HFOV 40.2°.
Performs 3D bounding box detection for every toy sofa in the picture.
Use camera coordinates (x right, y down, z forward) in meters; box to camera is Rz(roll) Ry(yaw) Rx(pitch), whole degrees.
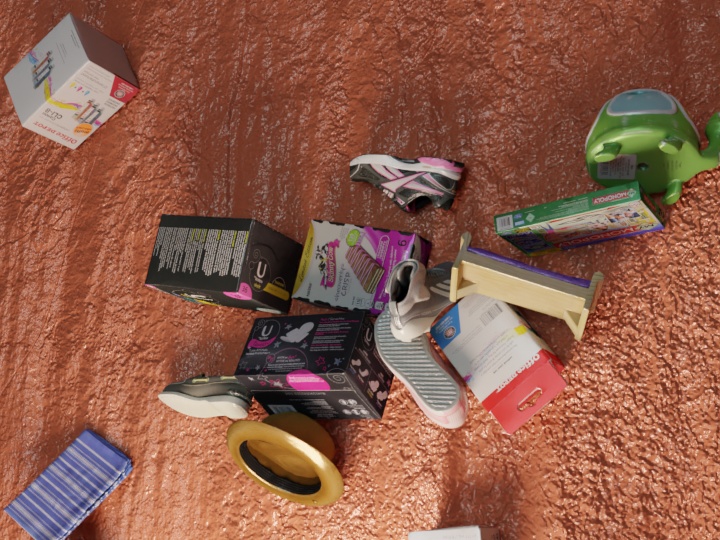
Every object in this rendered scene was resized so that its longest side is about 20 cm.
[{"bbox_3d":[0.228,0.010,1.350,0.199,0.083,0.098,18,58,15],"label":"toy sofa"}]

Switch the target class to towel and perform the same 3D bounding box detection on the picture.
[{"bbox_3d":[-0.507,0.375,1.713,0.145,0.024,0.200,26,60,34],"label":"towel"}]

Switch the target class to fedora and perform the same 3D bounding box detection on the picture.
[{"bbox_3d":[-0.105,0.273,1.497,0.200,0.201,0.082,2,41,31],"label":"fedora"}]

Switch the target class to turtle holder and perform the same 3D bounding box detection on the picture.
[{"bbox_3d":[0.396,-0.181,1.324,0.185,0.141,0.132,-19,46,36],"label":"turtle holder"}]

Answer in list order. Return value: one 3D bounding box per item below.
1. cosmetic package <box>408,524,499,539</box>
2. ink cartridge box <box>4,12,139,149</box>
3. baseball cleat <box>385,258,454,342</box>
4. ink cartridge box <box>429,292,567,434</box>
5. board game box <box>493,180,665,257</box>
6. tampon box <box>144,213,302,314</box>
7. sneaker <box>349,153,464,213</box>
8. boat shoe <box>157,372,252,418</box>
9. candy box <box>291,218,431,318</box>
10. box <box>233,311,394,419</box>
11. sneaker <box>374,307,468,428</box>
[{"bbox_3d":[0.133,0.451,1.327,0.113,0.081,0.201,-13,68,25],"label":"cosmetic package"},{"bbox_3d":[-0.573,-0.370,1.952,0.200,0.145,0.145,-37,60,17],"label":"ink cartridge box"},{"bbox_3d":[0.096,0.017,1.405,0.070,0.200,0.107,0,119,25],"label":"baseball cleat"},{"bbox_3d":[0.202,0.125,1.389,0.116,0.067,0.200,-43,58,13],"label":"ink cartridge box"},{"bbox_3d":[0.301,-0.067,1.348,0.199,0.134,0.029,-13,69,28],"label":"board game box"},{"bbox_3d":[-0.226,-0.010,1.635,0.199,0.150,0.127,5,78,32],"label":"tampon box"},{"bbox_3d":[0.064,-0.135,1.547,0.200,0.080,0.087,7,90,38],"label":"sneaker"},{"bbox_3d":[-0.254,0.205,1.640,0.201,0.072,0.060,-3,53,38],"label":"boat shoe"},{"bbox_3d":[0.000,0.000,1.551,0.199,0.061,0.137,9,81,33],"label":"candy box"},{"bbox_3d":[-0.064,0.146,1.492,0.199,0.132,0.115,-4,49,30],"label":"box"},{"bbox_3d":[0.090,0.148,1.430,0.075,0.105,0.200,-35,54,-1],"label":"sneaker"}]
